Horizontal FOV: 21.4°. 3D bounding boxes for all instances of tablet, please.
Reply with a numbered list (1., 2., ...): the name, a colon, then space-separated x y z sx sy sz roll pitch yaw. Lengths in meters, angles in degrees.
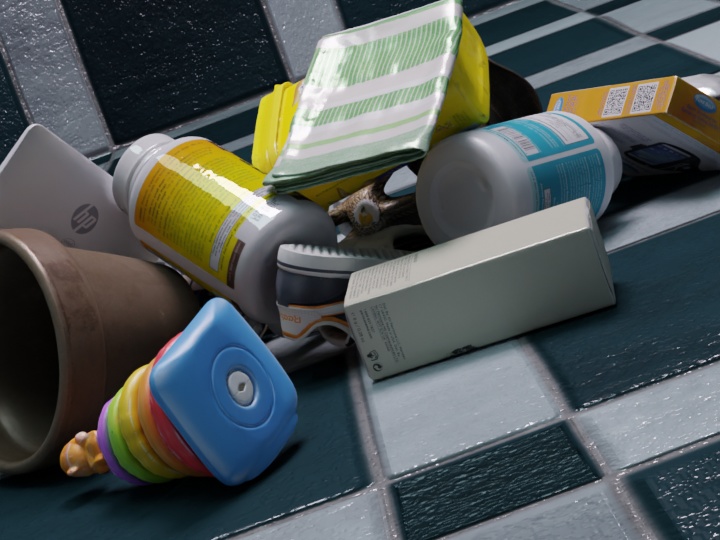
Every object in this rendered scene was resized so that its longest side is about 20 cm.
1. tablet: -0.254 -0.029 1.651 0.014 0.200 0.131 32 86 42

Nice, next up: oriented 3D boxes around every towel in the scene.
1. towel: 0.007 -0.146 1.573 0.152 0.023 0.201 -13 37 28

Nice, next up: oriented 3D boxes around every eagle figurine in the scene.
1. eagle figurine: 0.025 -0.072 1.795 0.199 0.152 0.151 -37 41 12

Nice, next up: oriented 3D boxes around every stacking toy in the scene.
1. stacking toy: -0.152 0.116 1.388 0.199 0.110 0.116 -26 18 37

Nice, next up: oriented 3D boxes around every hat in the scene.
1. hat: 0.083 -0.127 1.845 0.200 0.202 0.081 -8 28 45

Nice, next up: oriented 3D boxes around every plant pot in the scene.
1. plant pot: -0.228 0.057 1.584 0.174 0.202 0.199 -8 2 -40

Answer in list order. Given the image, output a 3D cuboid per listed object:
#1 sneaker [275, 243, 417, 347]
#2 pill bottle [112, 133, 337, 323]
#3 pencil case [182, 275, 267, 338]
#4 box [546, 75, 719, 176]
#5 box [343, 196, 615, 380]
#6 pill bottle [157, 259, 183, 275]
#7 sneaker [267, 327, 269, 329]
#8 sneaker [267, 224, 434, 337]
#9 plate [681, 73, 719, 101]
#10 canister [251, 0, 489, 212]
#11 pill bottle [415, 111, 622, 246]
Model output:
1. sneaker: 0.009 0.022 1.569 0.199 0.080 0.078 2 9 -39
2. pill bottle: -0.120 -0.043 1.611 0.109 0.110 0.199 -28 44 -35
3. pencil case: -0.180 0.049 1.742 0.199 0.078 0.089 -11 23 37
4. box: 0.258 -0.128 1.733 0.119 0.042 0.199 25 -12 -30
5. box: 0.091 0.014 1.462 0.199 0.069 0.082 -17 18 12
6. pill bottle: -0.194 -0.032 1.897 0.198 0.112 0.111 4 15 5
7. sneaker: -0.110 0.018 1.788 0.199 0.071 0.080 -9 7 38
8. sneaker: 0.000 0.000 1.667 0.199 0.073 0.071 -29 7 -39
9. plate: 0.288 -0.160 1.892 0.198 0.033 0.200 -13 -2 25
10. canister: 0.012 -0.141 1.676 0.199 0.087 0.149 -27 31 21
11. pill bottle: 0.145 -0.076 1.643 0.110 0.112 0.199 -10 5 41
